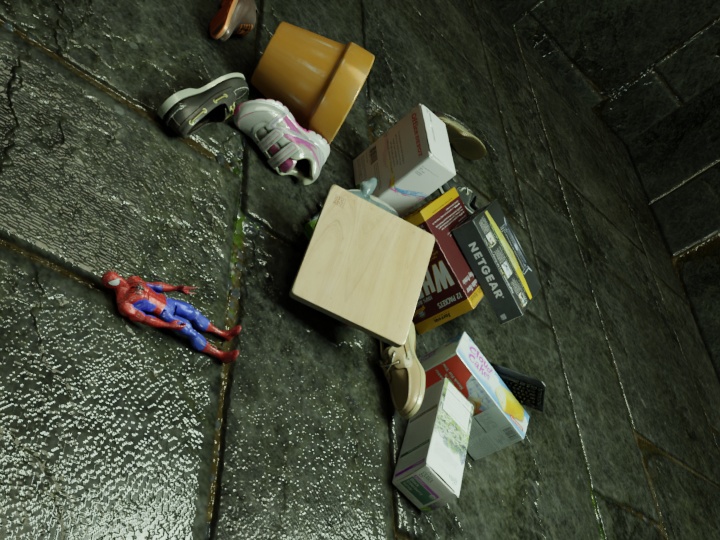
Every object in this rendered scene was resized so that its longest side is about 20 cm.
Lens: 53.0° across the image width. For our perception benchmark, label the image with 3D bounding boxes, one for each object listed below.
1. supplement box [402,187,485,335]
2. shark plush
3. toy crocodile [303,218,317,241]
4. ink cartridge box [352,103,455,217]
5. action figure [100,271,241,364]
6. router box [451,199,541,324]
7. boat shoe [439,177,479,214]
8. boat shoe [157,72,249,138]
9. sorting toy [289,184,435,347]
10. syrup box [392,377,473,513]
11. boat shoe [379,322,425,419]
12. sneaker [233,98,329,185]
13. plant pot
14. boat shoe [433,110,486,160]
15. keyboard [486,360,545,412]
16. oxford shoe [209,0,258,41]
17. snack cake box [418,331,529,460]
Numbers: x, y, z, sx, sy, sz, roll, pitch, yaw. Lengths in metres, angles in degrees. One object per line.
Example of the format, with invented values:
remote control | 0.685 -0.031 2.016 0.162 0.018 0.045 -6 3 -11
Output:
supplement box | 0.149 -0.022 1.406 0.203 0.131 0.197 60 32 -4
shark plush | -0.014 -0.110 1.314 0.198 0.091 0.084 -6 55 -51
toy crocodile | -0.031 0.000 1.226 0.067 0.061 0.203 -20 78 -57
ink cartridge box | 0.083 -0.204 1.428 0.083 0.199 0.148 26 43 -36
action figure | -0.239 0.052 0.919 0.198 0.051 0.067 31 44 -31
router box | 0.267 -0.020 1.399 0.203 0.052 0.157 62 33 -4
boat shoe | 0.251 -0.175 1.754 0.202 0.067 0.071 58 34 5
boat shoe | -0.242 -0.265 1.169 0.061 0.071 0.201 51 40 -2
sorting toy | 0.000 0.000 1.168 0.195 0.070 0.204 25 64 -11
syrup box | 0.121 0.279 1.168 0.079 0.081 0.201 44 34 -14
boat shoe | 0.059 0.156 1.212 0.064 0.071 0.203 27 34 -28
sneaker | -0.136 -0.221 1.262 0.198 0.081 0.090 28 46 -30
plant pot | -0.099 -0.358 1.349 0.181 0.201 0.202 29 38 -11
boat shoe | 0.265 -0.366 1.933 0.198 0.073 0.066 29 46 -36
keyboard | 0.241 0.214 1.317 0.021 0.196 0.129 -49 144 -35
oxford shoe | -0.231 -0.479 1.371 0.073 0.071 0.203 43 34 -27
snack cake box | 0.193 0.225 1.281 0.201 0.114 0.067 52 35 -8
